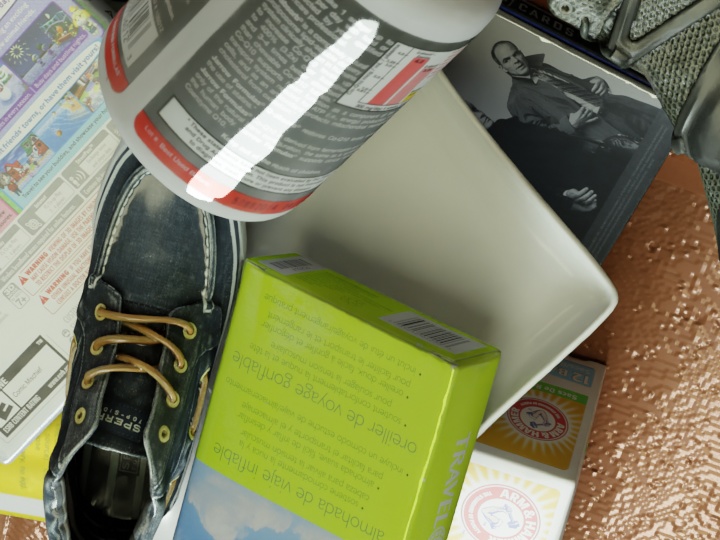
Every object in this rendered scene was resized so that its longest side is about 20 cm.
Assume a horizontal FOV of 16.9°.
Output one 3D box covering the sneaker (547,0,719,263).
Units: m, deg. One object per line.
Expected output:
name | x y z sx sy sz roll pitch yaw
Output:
sneaker | 0.139 -0.092 1.059 0.113 0.076 0.201 -1 111 20

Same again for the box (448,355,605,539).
box | 0.042 0.135 1.212 0.112 0.102 0.201 16 124 6

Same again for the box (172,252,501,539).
box | -0.021 0.108 1.077 0.121 0.048 0.202 25 108 30

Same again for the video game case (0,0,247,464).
video game case | -0.165 -0.036 1.113 0.182 0.022 0.200 43 109 -10

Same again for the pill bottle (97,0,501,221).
pill bottle | -0.011 -0.119 1.004 0.116 0.116 0.200 41 126 -11

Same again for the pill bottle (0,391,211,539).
pill bottle | -0.124 0.075 1.214 0.198 0.112 0.112 9 123 10

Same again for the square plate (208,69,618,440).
square plate | 0.000 0.000 1.101 0.198 0.028 0.201 -46 69 26

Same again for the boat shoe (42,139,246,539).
boat shoe | -0.095 0.038 1.072 0.070 0.091 0.202 10 111 1

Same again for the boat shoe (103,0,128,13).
boat shoe | -0.073 -0.181 1.075 0.074 0.063 0.202 38 121 -7

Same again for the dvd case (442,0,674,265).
dvd case | 0.036 -0.067 1.136 0.199 0.025 0.151 28 124 -2
